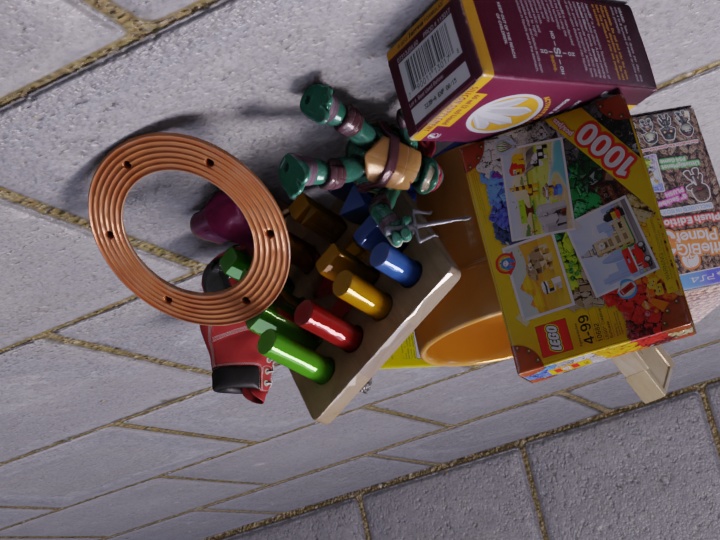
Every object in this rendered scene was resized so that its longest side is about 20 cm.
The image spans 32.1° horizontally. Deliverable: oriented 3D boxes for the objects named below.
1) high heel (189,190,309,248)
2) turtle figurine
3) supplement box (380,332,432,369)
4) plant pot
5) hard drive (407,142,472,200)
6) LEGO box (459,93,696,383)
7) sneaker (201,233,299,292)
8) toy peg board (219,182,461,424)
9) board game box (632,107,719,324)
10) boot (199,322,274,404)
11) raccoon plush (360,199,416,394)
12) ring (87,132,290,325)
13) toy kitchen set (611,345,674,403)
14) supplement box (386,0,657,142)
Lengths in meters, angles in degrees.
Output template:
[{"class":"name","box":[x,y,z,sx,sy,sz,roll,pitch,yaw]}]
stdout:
[{"class":"high heel","box":[-0.072,-0.044,1.299,0.198,0.068,0.096,2,167,-34]},{"class":"turtle figurine","box":[0.026,-0.098,1.137,0.198,0.152,0.100,11,175,-35]},{"class":"supplement box","box":[0.102,0.061,1.590,0.198,0.111,0.109,-6,-178,43]},{"class":"plant pot","box":[0.136,-0.023,1.254,0.197,0.186,0.200,-11,162,-4]},{"class":"hard drive","box":[0.130,-0.123,1.292,0.131,0.026,0.199,1,157,-40]},{"class":"LEGO box","box":[0.183,-0.024,1.057,0.147,0.203,0.077,-18,164,14]},{"class":"sneaker","box":[-0.093,-0.009,1.404,0.198,0.072,0.098,-20,-176,-22]},{"class":"toy peg board","box":[-0.035,0.000,1.200,0.097,0.201,0.200,29,109,-39]},{"class":"board game box","box":[0.327,-0.049,1.381,0.095,0.203,0.160,-10,163,-10]},{"class":"boot","box":[-0.098,0.091,1.575,0.197,0.146,0.073,-10,162,-14]},{"class":"raccoon plush","box":[0.003,0.027,1.293,0.096,0.134,0.201,18,116,-37]},{"class":"ring","box":[-0.155,-0.037,1.139,0.199,0.201,0.019,-25,-157,32]},{"class":"toy kitchen set","box":[0.370,0.098,1.962,0.180,0.200,0.164,-28,-161,40]},{"class":"supplement box","box":[0.137,-0.169,1.057,0.198,0.087,0.110,-2,159,-34]}]
